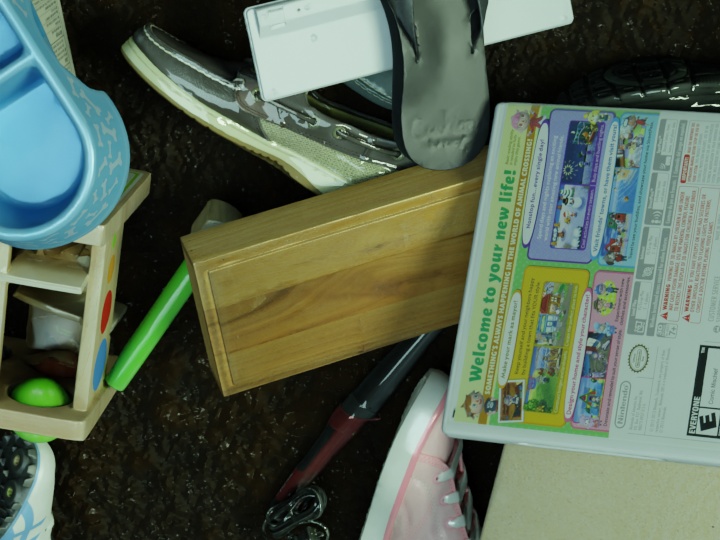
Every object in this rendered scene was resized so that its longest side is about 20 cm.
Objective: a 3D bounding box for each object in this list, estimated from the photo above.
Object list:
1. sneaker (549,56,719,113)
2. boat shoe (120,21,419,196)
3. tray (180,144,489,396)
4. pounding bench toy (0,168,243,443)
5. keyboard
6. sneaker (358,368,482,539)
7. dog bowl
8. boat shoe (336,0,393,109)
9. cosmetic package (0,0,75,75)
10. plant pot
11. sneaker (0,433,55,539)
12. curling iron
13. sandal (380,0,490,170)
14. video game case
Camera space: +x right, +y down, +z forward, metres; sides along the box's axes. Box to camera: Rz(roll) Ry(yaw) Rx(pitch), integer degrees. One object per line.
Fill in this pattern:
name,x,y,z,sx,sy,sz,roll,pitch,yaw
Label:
sneaker,0.207,-0.082,1.582,0.200,0.076,0.091,-4,111,11
boat shoe,-0.048,-0.101,1.619,0.200,0.073,0.065,30,104,-11
tray,0.000,0.000,1.603,0.200,0.037,0.099,-17,124,-9
pounding bench toy,-0.175,0.025,1.642,0.200,0.124,0.156,9,108,5
keyboard,0.031,-0.150,1.575,0.200,0.011,0.056,-15,111,-15
sneaker,0.055,0.158,1.670,0.104,0.075,0.201,19,119,5
dog bowl,-0.216,-0.102,1.530,0.111,0.050,0.200,-32,93,10
boat shoe,-0.026,-0.171,1.594,0.073,0.062,0.200,-36,98,16
cosmetic package,-0.231,-0.179,1.601,0.073,0.104,0.200,-7,104,11
plant pot,0.177,0.140,1.599,0.177,0.200,0.200,17,108,15
sneaker,-0.219,0.177,1.710,0.072,0.072,0.200,0,133,-23
curling iron,0.003,0.097,1.686,0.050,0.026,0.200,44,106,33
sandal,0.045,-0.155,1.548,0.076,0.043,0.201,-17,109,-15
video game case,0.146,0.005,1.514,0.182,0.022,0.200,5,78,26
